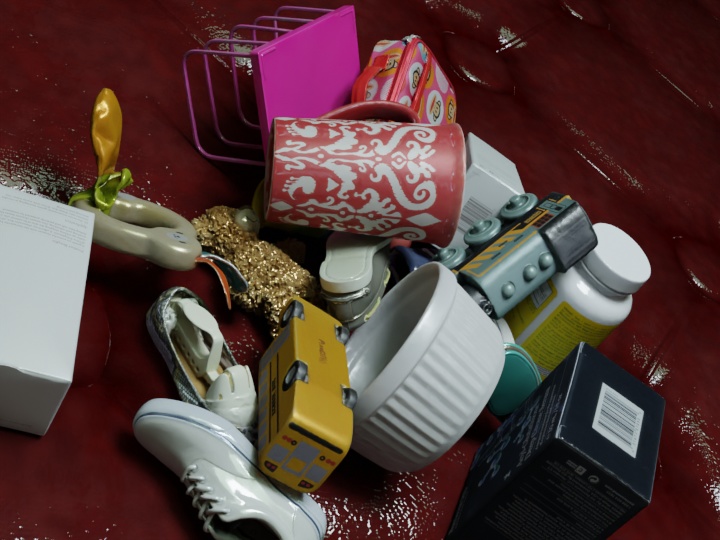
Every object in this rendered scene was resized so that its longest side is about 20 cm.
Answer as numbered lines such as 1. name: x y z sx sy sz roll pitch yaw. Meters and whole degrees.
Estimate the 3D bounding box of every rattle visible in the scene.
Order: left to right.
1. rattle: -0.181 -0.068 1.046 0.198 0.144 0.130 24 0 28

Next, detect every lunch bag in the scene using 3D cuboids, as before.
1. lunch bag: 0.041 -0.180 1.315 0.176 0.081 0.202 48 53 -50

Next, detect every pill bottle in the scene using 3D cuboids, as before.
1. pill bottle: 0.241 0.043 1.248 0.111 0.201 0.113 21 41 -19

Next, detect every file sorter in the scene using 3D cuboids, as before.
1. file sorter: -0.103 -0.222 1.277 0.124 0.141 0.200 11 31 30

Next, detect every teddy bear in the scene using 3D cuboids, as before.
1. teddy bear: -0.094 0.004 1.135 0.144 0.067 0.201 -7 56 -45

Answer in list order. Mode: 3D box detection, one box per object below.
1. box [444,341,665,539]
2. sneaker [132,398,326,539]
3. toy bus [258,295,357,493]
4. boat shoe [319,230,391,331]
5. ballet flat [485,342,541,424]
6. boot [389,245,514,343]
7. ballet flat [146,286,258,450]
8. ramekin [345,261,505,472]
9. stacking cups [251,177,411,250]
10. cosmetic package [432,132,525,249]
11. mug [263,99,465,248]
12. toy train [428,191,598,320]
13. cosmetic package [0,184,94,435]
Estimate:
1. box: 0.189 0.198 1.051 0.106 0.201 0.149 34 37 -2
2. sneaker: -0.117 0.187 0.926 0.199 0.073 0.071 36 35 -3
3. toy bus: -0.052 0.106 0.991 0.065 0.079 0.201 30 21 -19
4. boat shoe: -0.003 0.000 1.161 0.071 0.061 0.202 -3 20 11
5. ballet flat: 0.165 0.132 1.157 0.201 0.067 0.071 59 7 -39
6. boot: 0.100 0.051 1.242 0.089 0.073 0.201 4 40 -33
7. ballet flat: -0.139 0.096 1.005 0.072 0.072 0.201 -12 59 -44
8. ramekin: 0.051 0.101 1.053 0.105 0.200 0.201 39 37 -11
9. stacking cups: -0.031 -0.056 1.262 0.198 0.061 0.061 15 43 -34
10. cosmetic package: 0.137 -0.088 1.325 0.081 0.113 0.200 33 18 -4
11. mug: -0.003 -0.105 1.161 0.197 0.135 0.178 4 20 -10
12. toy train: 0.161 -0.013 1.163 0.199 0.114 0.086 -36 113 -12
13. cosmetic package: -0.300 0.029 0.933 0.107 0.085 0.202 18 43 -21
